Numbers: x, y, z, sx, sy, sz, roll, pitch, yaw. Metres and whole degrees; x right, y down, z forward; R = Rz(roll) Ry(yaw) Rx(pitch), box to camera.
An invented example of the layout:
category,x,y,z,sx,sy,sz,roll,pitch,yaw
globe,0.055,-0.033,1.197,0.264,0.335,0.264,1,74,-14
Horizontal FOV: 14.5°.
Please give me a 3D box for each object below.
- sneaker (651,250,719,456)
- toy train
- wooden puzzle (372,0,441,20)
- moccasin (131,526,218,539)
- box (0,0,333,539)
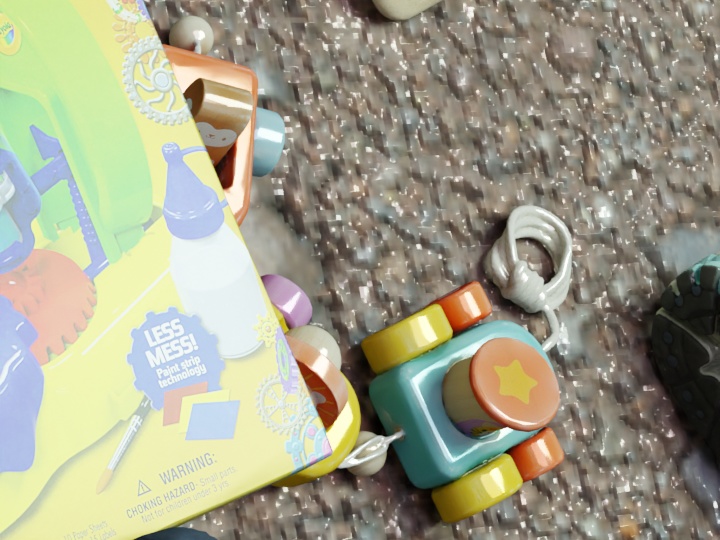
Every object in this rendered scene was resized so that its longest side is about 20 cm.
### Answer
category,x,y,z,sx,sy,sz,roll,pitch,yaw
sneaker,0.190,0.074,1.022,0.086,0.077,0.201,-27,91,-40
toy train,0.000,0.000,0.930,0.199,0.056,0.151,19,66,-27
wooden puzzle,0.054,-0.211,0.989,0.199,0.037,0.186,-29,108,-10
moccasin,-0.067,0.149,0.782,0.068,0.201,0.080,-8,44,-43
box,-0.148,0.009,0.788,0.199,0.122,0.194,-22,87,-36
